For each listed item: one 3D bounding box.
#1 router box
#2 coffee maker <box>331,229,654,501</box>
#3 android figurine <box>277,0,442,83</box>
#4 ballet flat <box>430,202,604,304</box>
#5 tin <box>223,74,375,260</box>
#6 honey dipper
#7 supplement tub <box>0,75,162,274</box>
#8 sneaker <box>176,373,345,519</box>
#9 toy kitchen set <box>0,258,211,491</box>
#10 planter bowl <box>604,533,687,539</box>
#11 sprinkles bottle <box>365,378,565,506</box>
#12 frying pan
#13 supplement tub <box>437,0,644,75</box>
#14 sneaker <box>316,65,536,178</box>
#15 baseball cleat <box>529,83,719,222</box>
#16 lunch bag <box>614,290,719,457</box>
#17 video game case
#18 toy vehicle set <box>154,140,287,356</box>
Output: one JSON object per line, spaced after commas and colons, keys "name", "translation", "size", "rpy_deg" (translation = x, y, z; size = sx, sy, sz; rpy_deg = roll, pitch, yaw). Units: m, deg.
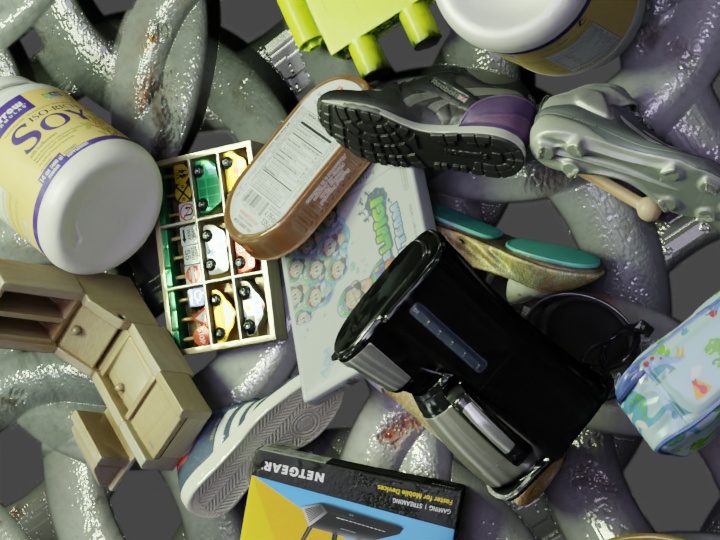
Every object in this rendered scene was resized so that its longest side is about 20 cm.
{"name": "router box", "translation": [-0.011, 0.256, 1.602], "size": [0.198, 0.051, 0.151], "rpy_deg": [10, 92, 9]}
{"name": "coffee maker", "translation": [0.105, 0.060, 1.452], "size": [0.200, 0.135, 0.193], "rpy_deg": [43, 71, -12]}
{"name": "android figurine", "translation": [0.001, -0.291, 1.659], "size": [0.181, 0.041, 0.201], "rpy_deg": [-28, 78, 22]}
{"name": "ballet flat", "translation": [0.130, -0.006, 1.570], "size": [0.199, 0.071, 0.071], "rpy_deg": [19, 96, 27]}
{"name": "tin", "translation": [-0.052, -0.100, 1.634], "size": [0.200, 0.042, 0.112], "rpy_deg": [-51, 43, -1]}
{"name": "honey dipper", "translation": [0.189, -0.099, 1.562], "size": [0.199, 0.038, 0.038], "rpy_deg": [32, 101, 20]}
{"name": "supplement tub", "translation": [-0.310, -0.101, 1.730], "size": [0.199, 0.145, 0.146], "rpy_deg": [34, 102, 35]}
{"name": "sneaker", "translation": [-0.105, 0.149, 1.674], "size": [0.200, 0.075, 0.085], "rpy_deg": [-39, 39, 5]}
{"name": "toy kitchen set", "translation": [-0.289, 0.123, 1.680], "size": [0.164, 0.180, 0.200], "rpy_deg": [-55, 51, 23]}
{"name": "planter bowl", "translation": [0.245, 0.333, 1.464], "size": [0.198, 0.084, 0.202], "rpy_deg": [-9, 50, 11]}
{"name": "sprinkles bottle", "translation": [0.094, 0.130, 1.575], "size": [0.200, 0.068, 0.069], "rpy_deg": [38, 103, 22]}
{"name": "frying pan", "translation": [0.165, 0.063, 1.542], "size": [0.188, 0.031, 0.116], "rpy_deg": [6, 124, 26]}
{"name": "supplement tub", "translation": [0.160, -0.248, 1.481], "size": [0.144, 0.200, 0.147], "rpy_deg": [-1, 87, 25]}
{"name": "sneaker", "translation": [0.062, -0.145, 1.560], "size": [0.198, 0.076, 0.088], "rpy_deg": [12, 59, 12]}
{"name": "baseball cleat", "translation": [0.251, -0.113, 1.511], "size": [0.198, 0.070, 0.107], "rpy_deg": [20, 52, 2]}
{"name": "lunch bag", "translation": [0.311, 0.071, 1.424], "size": [0.200, 0.160, 0.083], "rpy_deg": [-42, 69, 15]}
{"name": "video game case", "translation": [0.000, 0.000, 1.599], "size": [0.181, 0.024, 0.202], "rpy_deg": [-32, 56, 34]}
{"name": "toy vehicle set", "translation": [-0.145, -0.020, 1.721], "size": [0.123, 0.026, 0.202], "rpy_deg": [-11, 82, 25]}
